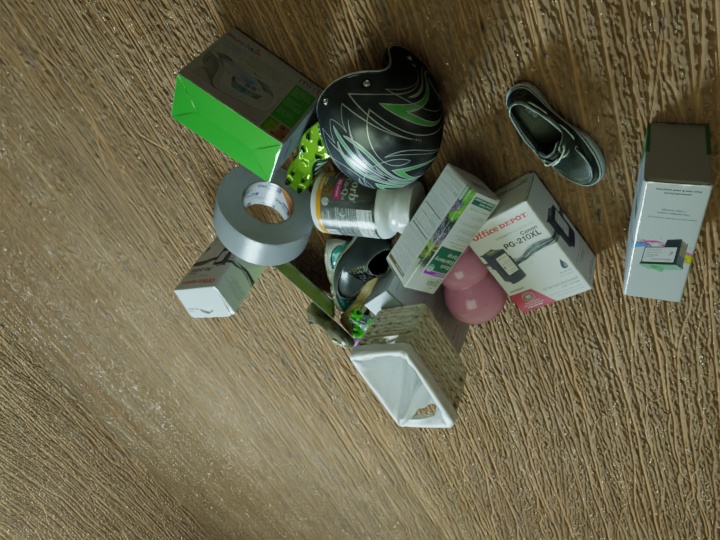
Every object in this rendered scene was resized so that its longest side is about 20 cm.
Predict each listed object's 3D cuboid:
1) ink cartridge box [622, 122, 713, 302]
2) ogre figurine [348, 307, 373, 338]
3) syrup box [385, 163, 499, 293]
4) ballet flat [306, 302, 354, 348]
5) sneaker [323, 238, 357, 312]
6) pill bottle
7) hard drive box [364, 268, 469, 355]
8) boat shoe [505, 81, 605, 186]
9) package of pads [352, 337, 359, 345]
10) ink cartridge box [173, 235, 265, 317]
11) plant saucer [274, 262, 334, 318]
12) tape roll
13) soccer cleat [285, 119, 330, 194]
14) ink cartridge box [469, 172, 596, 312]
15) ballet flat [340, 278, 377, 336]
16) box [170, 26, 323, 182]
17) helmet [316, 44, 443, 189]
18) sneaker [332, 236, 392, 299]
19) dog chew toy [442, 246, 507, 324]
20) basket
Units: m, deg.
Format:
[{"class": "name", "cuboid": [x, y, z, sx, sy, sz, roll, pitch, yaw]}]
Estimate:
[{"class": "ink cartridge box", "cuboid": [0.433, -0.081, 0.817, 0.081, 0.147, 0.204, 8, 135, 22]}, {"class": "ogre figurine", "cuboid": [0.060, 0.157, 1.199, 0.117, 0.098, 0.205, 10, 126, 42]}, {"class": "syrup box", "cuboid": [0.134, -0.066, 0.964, 0.077, 0.082, 0.203, 13, 120, -38]}, {"class": "ballet flat", "cuboid": [-0.074, 0.129, 1.281, 0.067, 0.047, 0.199, 43, 176, -37]}, {"class": "sneaker", "cuboid": [-0.028, 0.017, 1.249, 0.077, 0.079, 0.204, 0, 135, 12]}, {"class": "pill bottle", "cuboid": [0.015, -0.120, 1.053, 0.194, 0.118, 0.119, 7, 134, 24]}, {"class": "hard drive box", "cuboid": [0.125, 0.063, 1.136, 0.199, 0.158, 0.076, 43, 139, -13]}, {"class": "boat shoe", "cuboid": [0.285, -0.189, 0.857, 0.198, 0.072, 0.072, 39, 138, -10]}, {"class": "package of pads", "cuboid": [0.076, 0.154, 1.315, 0.119, 0.077, 0.199, 38, 139, -13]}, {"class": "ink cartridge box", "cuboid": [-0.306, 0.003, 1.299, 0.141, 0.203, 0.085, -6, 129, 34]}, {"class": "plant saucer", "cuboid": [-0.125, 0.031, 1.282, 0.199, 0.031, 0.200, 41, 175, 4]}, {"class": "tape roll", "cuboid": [-0.185, -0.112, 1.116, 0.196, 0.203, 0.067, 30, 140, 0]}, {"class": "soccer cleat", "cuboid": [-0.079, -0.220, 1.034, 0.067, 0.082, 0.200, 35, 141, -10]}, {"class": "ink cartridge box", "cuboid": [0.288, -0.043, 0.987, 0.200, 0.085, 0.143, 47, 136, -16]}, {"class": "ballet flat", "cuboid": [0.025, 0.065, 1.234, 0.202, 0.067, 0.064, -56, 53, 33]}, {"class": "box", "cuboid": [-0.186, -0.281, 0.969, 0.197, 0.179, 0.097, 33, 140, -3]}, {"class": "helmet", "cuboid": [0.032, -0.224, 0.881, 0.194, 0.193, 0.204, 16, 138, 15]}, {"class": "sneaker", "cuboid": [0.000, 0.000, 1.140, 0.073, 0.108, 0.203, 15, 124, -20]}, {"class": "dog chew toy", "cuboid": [0.194, -0.003, 1.064, 0.122, 0.125, 0.204, -12, 115, 38]}, {"class": "basket", "cuboid": [0.096, 0.174, 1.049, 0.133, 0.125, 0.202, -11, 124, 39]}]
